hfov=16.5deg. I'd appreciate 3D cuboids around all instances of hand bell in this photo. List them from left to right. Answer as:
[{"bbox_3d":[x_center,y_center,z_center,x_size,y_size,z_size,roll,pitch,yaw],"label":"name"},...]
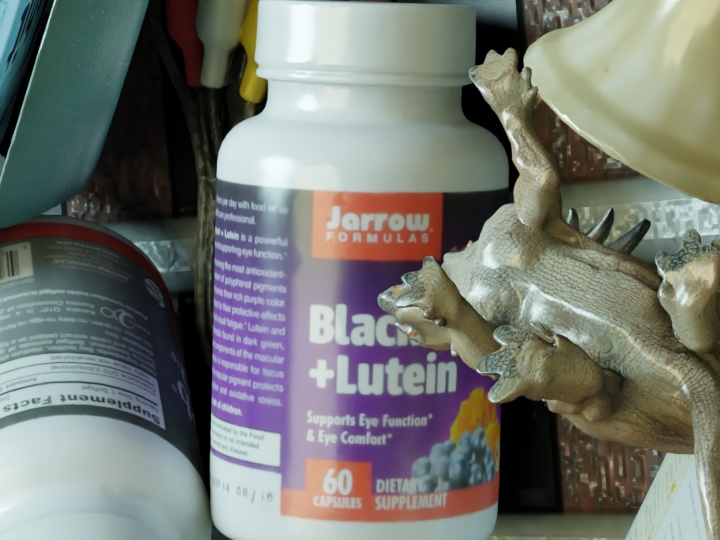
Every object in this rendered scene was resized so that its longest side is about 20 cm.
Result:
[{"bbox_3d":[0.142,-0.131,0.812,0.104,0.104,0.201,40,118,27],"label":"hand bell"}]

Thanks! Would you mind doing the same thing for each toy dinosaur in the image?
[{"bbox_3d":[0.080,0.022,0.783,0.086,0.136,0.200,-46,50,-2],"label":"toy dinosaur"}]

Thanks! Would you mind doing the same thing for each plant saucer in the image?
[{"bbox_3d":[-0.105,-0.107,0.987,0.036,0.200,0.201,17,109,-9],"label":"plant saucer"}]

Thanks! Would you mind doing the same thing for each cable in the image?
[{"bbox_3d":[-0.062,-0.054,1.012,0.097,0.050,0.201,16,102,37],"label":"cable"}]

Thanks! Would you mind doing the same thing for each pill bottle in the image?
[{"bbox_3d":[-0.119,0.079,0.975,0.116,0.115,0.201,-55,29,27],"label":"pill bottle"},{"bbox_3d":[0.000,0.000,0.932,0.111,0.111,0.201,6,98,37],"label":"pill bottle"}]

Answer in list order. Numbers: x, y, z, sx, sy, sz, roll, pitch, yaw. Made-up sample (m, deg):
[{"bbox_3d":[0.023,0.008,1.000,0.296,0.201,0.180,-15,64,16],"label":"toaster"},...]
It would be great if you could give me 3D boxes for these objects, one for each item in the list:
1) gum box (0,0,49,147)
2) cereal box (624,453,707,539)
[{"bbox_3d":[-0.151,-0.116,1.008,0.044,0.170,0.201,19,110,-6],"label":"gum box"},{"bbox_3d":[0.129,0.081,0.828,0.039,0.144,0.201,20,112,-4],"label":"cereal box"}]
